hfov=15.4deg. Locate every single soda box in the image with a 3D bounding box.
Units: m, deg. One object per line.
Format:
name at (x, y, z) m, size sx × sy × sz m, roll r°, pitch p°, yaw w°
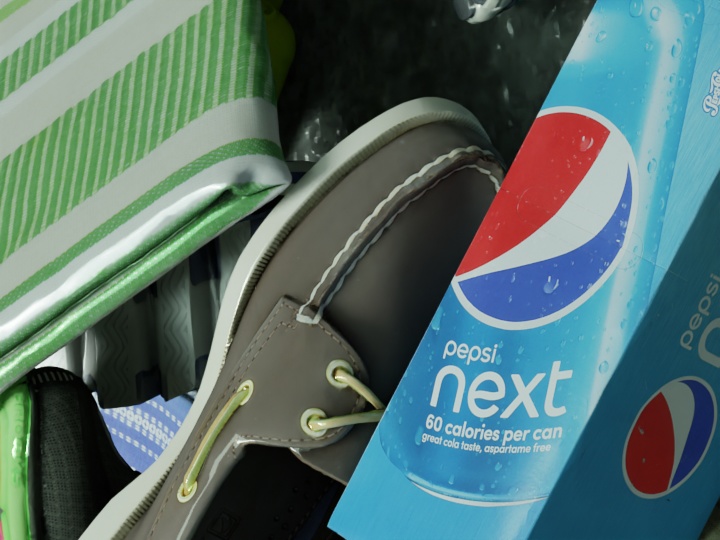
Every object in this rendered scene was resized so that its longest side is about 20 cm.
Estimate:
soda box at (0.075, -0.002, 0.689) m, size 0.064 × 0.068 × 0.200 m, roll 28°, pitch 92°, yaw 44°

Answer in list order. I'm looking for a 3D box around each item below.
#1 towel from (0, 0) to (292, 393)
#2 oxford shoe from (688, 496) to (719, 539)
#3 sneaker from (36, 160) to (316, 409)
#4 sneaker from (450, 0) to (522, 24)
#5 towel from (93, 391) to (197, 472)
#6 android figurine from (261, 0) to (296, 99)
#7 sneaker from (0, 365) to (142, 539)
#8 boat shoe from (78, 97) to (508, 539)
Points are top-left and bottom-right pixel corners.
towel at (-0.087, -0.051, 0.798) m, size 0.152 × 0.023 × 0.200 m, roll -36°, pitch 35°, yaw 20°
oxford shoe at (0.060, 0.085, 0.770) m, size 0.200 × 0.075 × 0.071 m, roll -19°, pitch 85°, yaw 49°
sneaker at (-0.001, 0.000, 0.825) m, size 0.199 × 0.115 × 0.081 m, roll 5°, pitch 103°, yaw 18°
sneaker at (0.071, -0.123, 0.724) m, size 0.200 × 0.080 × 0.078 m, roll 140°, pitch 124°, yaw -63°
towel at (-0.075, 0.140, 0.969) m, size 0.145 × 0.024 × 0.200 m, roll 31°, pitch 118°, yaw 40°
android figurine at (-0.080, -0.111, 0.922) m, size 0.182 × 0.041 × 0.200 m, roll 51°, pitch 132°, yaw 30°
sneaker at (-0.046, 0.093, 0.807) m, size 0.084 × 0.200 × 0.077 m, roll -27°, pitch 36°, yaw 12°
boat shoe at (-0.016, 0.048, 0.721) m, size 0.200 × 0.072 × 0.060 m, roll -55°, pitch 36°, yaw 5°
